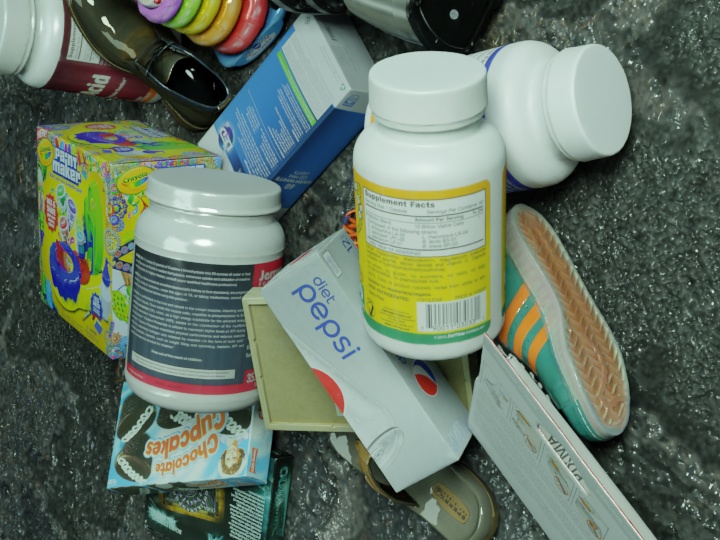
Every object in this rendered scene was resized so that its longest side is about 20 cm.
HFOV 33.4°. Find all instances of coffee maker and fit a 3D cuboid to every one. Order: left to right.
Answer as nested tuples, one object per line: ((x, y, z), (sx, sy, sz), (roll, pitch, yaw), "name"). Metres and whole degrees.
((0.030, -0.289, 1.015), (0.199, 0.135, 0.193), (26, 66, 36), "coffee maker")

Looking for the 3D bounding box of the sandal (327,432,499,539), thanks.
((0.035, 0.175, 1.048), (0.200, 0.054, 0.083), (40, 116, 37), "sandal")

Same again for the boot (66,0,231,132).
((-0.205, -0.223, 1.197), (0.075, 0.200, 0.097), (-53, 17, -14), "boot")

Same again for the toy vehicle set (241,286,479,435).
((0.002, 0.076, 1.023), (0.197, 0.027, 0.126), (-1, 109, 20), "toy vehicle set")

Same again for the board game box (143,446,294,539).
((-0.152, 0.232, 1.248), (0.198, 0.028, 0.138), (15, 100, 43), "board game box")

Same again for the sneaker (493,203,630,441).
((0.143, 0.051, 0.941), (0.080, 0.071, 0.202), (-43, 54, 37), "sneaker")

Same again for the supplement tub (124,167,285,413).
((-0.142, 0.017, 1.105), (0.139, 0.139, 0.203), (20, 109, 42), "supplement tub")

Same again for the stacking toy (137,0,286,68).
((-0.175, -0.273, 1.157), (0.116, 0.198, 0.111), (-35, 66, 36), "stacking toy")

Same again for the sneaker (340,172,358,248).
((0.000, 0.000, 1.068), (0.075, 0.078, 0.204), (10, 97, 43), "sneaker")

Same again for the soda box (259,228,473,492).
((0.008, 0.073, 0.968), (0.068, 0.063, 0.201), (-30, 97, 27), "soda box")

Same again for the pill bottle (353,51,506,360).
((0.051, -0.048, 0.870), (0.112, 0.112, 0.203), (24, 129, 41), "pill bottle")

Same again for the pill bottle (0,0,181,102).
((-0.300, -0.246, 1.271), (0.113, 0.198, 0.116), (-4, 85, 51), "pill bottle")

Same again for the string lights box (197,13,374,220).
((-0.069, -0.143, 1.150), (0.200, 0.058, 0.104), (-44, 61, 35), "string lights box")

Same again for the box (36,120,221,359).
((-0.240, -0.040, 1.232), (0.199, 0.121, 0.196), (25, 117, 52), "box")

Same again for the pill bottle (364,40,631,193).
((0.108, -0.116, 0.943), (0.198, 0.111, 0.114), (-6, 85, 43), "pill bottle")

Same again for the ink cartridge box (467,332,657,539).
((0.153, 0.147, 0.864), (0.201, 0.043, 0.174), (54, 163, 25), "ink cartridge box")

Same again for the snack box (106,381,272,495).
((-0.172, 0.163, 1.221), (0.198, 0.037, 0.118), (-12, 63, 35), "snack box")
